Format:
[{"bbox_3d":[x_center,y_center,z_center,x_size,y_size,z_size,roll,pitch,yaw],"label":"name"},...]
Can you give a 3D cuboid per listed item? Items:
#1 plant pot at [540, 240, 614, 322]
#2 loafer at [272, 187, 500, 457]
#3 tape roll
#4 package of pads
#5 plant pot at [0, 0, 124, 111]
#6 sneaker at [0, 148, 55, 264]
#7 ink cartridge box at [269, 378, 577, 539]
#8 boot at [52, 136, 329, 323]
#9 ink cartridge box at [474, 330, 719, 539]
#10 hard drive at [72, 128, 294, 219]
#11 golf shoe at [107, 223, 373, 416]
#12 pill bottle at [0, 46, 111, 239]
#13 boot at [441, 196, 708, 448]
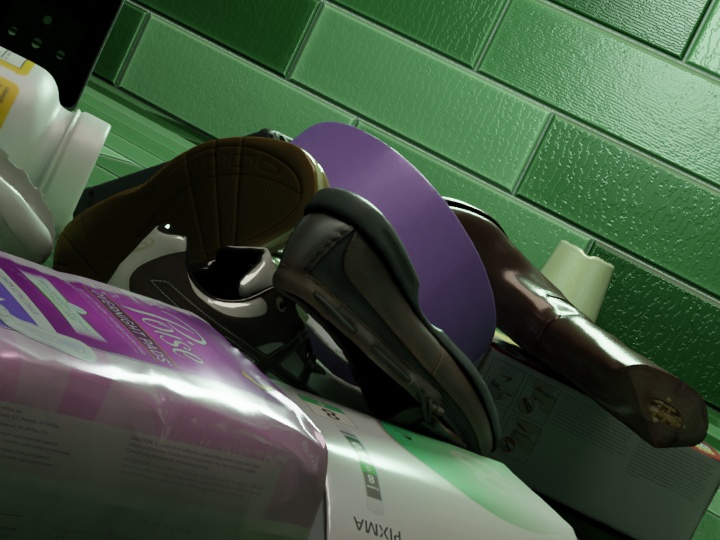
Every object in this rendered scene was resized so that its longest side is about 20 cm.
[{"bbox_3d":[0.455,0.043,2.567,0.198,0.185,0.200,26,5,-3],"label":"plant pot"},{"bbox_3d":[0.011,0.048,0.626,0.071,0.063,0.201,10,-39,44],"label":"loafer"},{"bbox_3d":[0.000,0.000,0.816,0.200,0.065,0.201,40,-26,24],"label":"tape roll"},{"bbox_3d":[-0.115,0.042,0.383,0.199,0.076,0.120,22,10,-43],"label":"package of pads"},{"bbox_3d":[-0.503,-0.368,1.837,0.198,0.202,0.177,25,-7,-15],"label":"plant pot"},{"bbox_3d":[-0.253,-0.048,0.641,0.076,0.081,0.200,-19,-44,32],"label":"sneaker"},{"bbox_3d":[0.043,0.125,0.528,0.160,0.051,0.200,24,4,-28],"label":"ink cartridge box"},{"bbox_3d":[-0.069,-0.009,0.721,0.198,0.073,0.154,-18,-26,32],"label":"boot"},{"bbox_3d":[0.158,0.120,0.921,0.198,0.085,0.176,26,6,-5],"label":"ink cartridge box"},{"bbox_3d":[-0.114,-0.059,0.958,0.198,0.033,0.139,-14,-18,29],"label":"hard drive"},{"bbox_3d":[-0.049,0.041,0.619,0.199,0.095,0.077,24,4,-44],"label":"golf shoe"},{"bbox_3d":[-0.270,-0.100,0.766,0.198,0.114,0.112,26,5,-14],"label":"pill bottle"},{"bbox_3d":[0.128,0.036,0.787,0.185,0.065,0.200,32,9,-31],"label":"boot"}]
